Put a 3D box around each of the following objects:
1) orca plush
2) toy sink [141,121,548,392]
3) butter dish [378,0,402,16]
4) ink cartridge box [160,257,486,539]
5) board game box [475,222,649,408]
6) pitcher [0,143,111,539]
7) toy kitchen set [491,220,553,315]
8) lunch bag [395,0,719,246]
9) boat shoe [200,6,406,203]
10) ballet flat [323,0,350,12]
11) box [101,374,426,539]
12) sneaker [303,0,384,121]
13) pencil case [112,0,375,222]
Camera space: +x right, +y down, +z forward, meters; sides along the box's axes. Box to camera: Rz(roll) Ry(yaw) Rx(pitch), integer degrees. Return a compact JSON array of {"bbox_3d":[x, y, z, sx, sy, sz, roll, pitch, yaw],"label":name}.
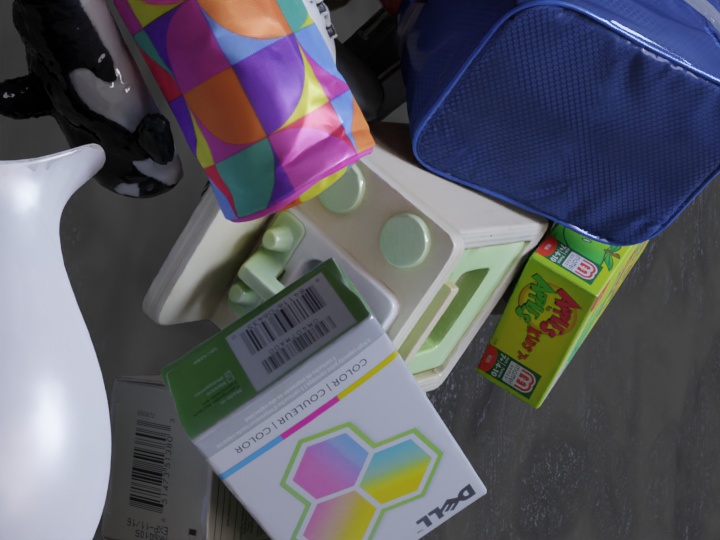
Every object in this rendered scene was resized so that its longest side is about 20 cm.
[{"bbox_3d":[-0.142,-0.089,0.716,0.071,0.106,0.200,-29,162,-8],"label":"orca plush"},{"bbox_3d":[0.000,0.000,0.838,0.131,0.112,0.200,-57,158,19],"label":"toy sink"},{"bbox_3d":[0.034,-0.286,0.858,0.200,0.147,0.201,51,36,-43],"label":"butter dish"},{"bbox_3d":[-0.005,0.100,0.774,0.104,0.059,0.200,-34,129,-2],"label":"ink cartridge box"},{"bbox_3d":[0.150,-0.010,0.979,0.200,0.047,0.102,-47,163,-47],"label":"board game box"},{"bbox_3d":[-0.191,0.040,0.652,0.171,0.121,0.201,6,78,-36],"label":"pitcher"},{"bbox_3d":[0.096,-0.098,0.978,0.200,0.162,0.181,51,54,-43],"label":"toy kitchen set"},{"bbox_3d":[0.111,-0.123,0.858,0.199,0.136,0.133,22,40,-25],"label":"lunch bag"},{"bbox_3d":[-0.030,-0.096,0.895,0.200,0.071,0.064,-39,92,-35],"label":"boat shoe"},{"bbox_3d":[-0.055,-0.199,0.845,0.200,0.057,0.067,32,67,-53],"label":"ballet flat"},{"bbox_3d":[-0.049,0.107,0.872,0.200,0.077,0.096,6,89,-54],"label":"box"},{"bbox_3d":[-0.046,-0.154,0.789,0.200,0.074,0.089,34,99,-33],"label":"sneaker"},{"bbox_3d":[-0.070,-0.122,0.703,0.088,0.088,0.201,-33,98,-48],"label":"pencil case"}]
